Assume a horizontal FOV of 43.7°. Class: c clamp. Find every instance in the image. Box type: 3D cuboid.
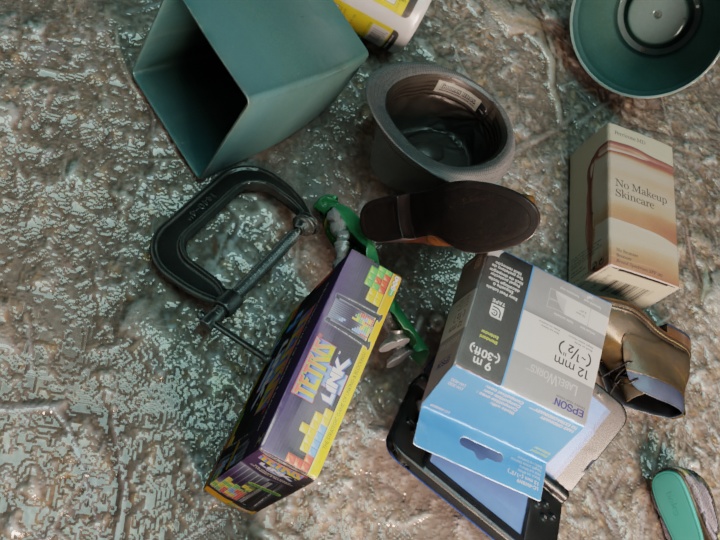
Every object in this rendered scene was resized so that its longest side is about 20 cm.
[{"bbox_3d":[-0.112,-0.018,0.891,0.171,0.027,0.200,28,55,9],"label":"c clamp"}]

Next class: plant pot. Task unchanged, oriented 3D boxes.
[{"bbox_3d":[-0.102,-0.213,0.939,0.200,0.141,0.141,-26,79,-39],"label":"plant pot"},{"bbox_3d":[0.395,-0.341,1.208,0.200,0.200,0.134,48,30,3],"label":"plant pot"}]

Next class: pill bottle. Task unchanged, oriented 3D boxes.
[{"bbox_3d":[-0.018,-0.348,1.052,0.200,0.111,0.111,25,58,-13],"label":"pill bottle"}]

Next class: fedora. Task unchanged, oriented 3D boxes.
[{"bbox_3d":[0.076,-0.143,1.001,0.200,0.090,0.177,-30,74,-42],"label":"fedora"}]

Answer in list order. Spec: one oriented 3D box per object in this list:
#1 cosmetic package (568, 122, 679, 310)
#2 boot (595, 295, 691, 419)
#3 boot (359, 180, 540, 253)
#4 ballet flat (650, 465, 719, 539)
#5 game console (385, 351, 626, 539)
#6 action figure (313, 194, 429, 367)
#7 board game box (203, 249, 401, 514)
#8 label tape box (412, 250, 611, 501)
[{"bbox_3d":[0.315,-0.063,1.083,0.103,0.087,0.200,15,61,-16],"label":"cosmetic package"},{"bbox_3d":[0.292,0.096,1.004,0.200,0.075,0.097,19,57,-18],"label":"boot"},{"bbox_3d":[0.127,-0.054,0.909,0.200,0.188,0.069,-10,91,-53],"label":"boot"},{"bbox_3d":[0.364,0.305,0.945,0.072,0.072,0.201,1,67,-24],"label":"ballet flat"},{"bbox_3d":[0.149,0.156,0.876,0.200,0.118,0.171,39,30,-3],"label":"game console"},{"bbox_3d":[0.000,0.000,0.910,0.055,0.118,0.200,-25,59,-3],"label":"action figure"},{"bbox_3d":[-0.053,0.100,0.789,0.057,0.165,0.200,30,57,-9],"label":"board game box"},{"bbox_3d":[0.147,0.095,0.853,0.143,0.066,0.200,26,60,-10],"label":"label tape box"}]
